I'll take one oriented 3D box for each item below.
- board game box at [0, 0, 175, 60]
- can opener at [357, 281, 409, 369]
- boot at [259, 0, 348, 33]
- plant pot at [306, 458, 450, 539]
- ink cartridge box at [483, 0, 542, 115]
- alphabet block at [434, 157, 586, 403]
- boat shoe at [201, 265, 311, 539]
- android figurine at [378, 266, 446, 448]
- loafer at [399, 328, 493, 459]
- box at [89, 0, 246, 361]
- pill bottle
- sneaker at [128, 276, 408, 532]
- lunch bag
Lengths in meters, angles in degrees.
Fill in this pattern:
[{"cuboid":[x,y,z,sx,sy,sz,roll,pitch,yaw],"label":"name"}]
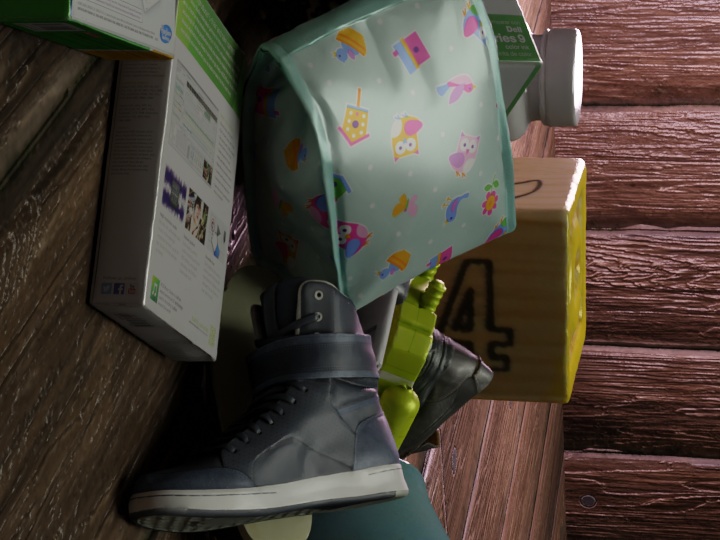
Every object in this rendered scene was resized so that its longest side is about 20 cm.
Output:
[{"cuboid":[-0.132,-0.213,0.840,0.153,0.040,0.202,3,89,-78],"label":"board game box"},{"cuboid":[0.000,0.000,1.221,0.067,0.053,0.201,38,43,-27],"label":"can opener"},{"cuboid":[-0.050,-0.228,1.155,0.201,0.073,0.151,-87,171,-49],"label":"boot"},{"cuboid":[-0.007,0.235,1.163,0.200,0.199,0.189,73,8,-56],"label":"plant pot"},{"cuboid":[0.050,-0.196,1.323,0.146,0.087,0.201,-58,-136,51],"label":"ink cartridge box"},{"cuboid":[0.116,0.005,1.660,0.195,0.198,0.198,-61,150,-66],"label":"alphabet block"},{"cuboid":[-0.074,0.096,1.117,0.063,0.073,0.203,-39,-130,53],"label":"boat shoe"},{"cuboid":[0.015,0.082,1.345,0.182,0.041,0.201,-101,-145,-67],"label":"android figurine"},{"cuboid":[0.035,0.135,1.416,0.200,0.072,0.073,-53,-161,37],"label":"loafer"},{"cuboid":[-0.108,-0.059,0.989,0.144,0.036,0.202,54,40,-71],"label":"box"},{"cuboid":[0.091,-0.169,1.479,0.111,0.198,0.112,1,90,-78],"label":"pill bottle"},{"cuboid":[-0.065,0.081,1.033,0.201,0.077,0.147,-2,79,-44],"label":"sneaker"},{"cuboid":[0.009,-0.096,1.132,0.170,0.122,0.201,-27,130,-27],"label":"lunch bag"}]
